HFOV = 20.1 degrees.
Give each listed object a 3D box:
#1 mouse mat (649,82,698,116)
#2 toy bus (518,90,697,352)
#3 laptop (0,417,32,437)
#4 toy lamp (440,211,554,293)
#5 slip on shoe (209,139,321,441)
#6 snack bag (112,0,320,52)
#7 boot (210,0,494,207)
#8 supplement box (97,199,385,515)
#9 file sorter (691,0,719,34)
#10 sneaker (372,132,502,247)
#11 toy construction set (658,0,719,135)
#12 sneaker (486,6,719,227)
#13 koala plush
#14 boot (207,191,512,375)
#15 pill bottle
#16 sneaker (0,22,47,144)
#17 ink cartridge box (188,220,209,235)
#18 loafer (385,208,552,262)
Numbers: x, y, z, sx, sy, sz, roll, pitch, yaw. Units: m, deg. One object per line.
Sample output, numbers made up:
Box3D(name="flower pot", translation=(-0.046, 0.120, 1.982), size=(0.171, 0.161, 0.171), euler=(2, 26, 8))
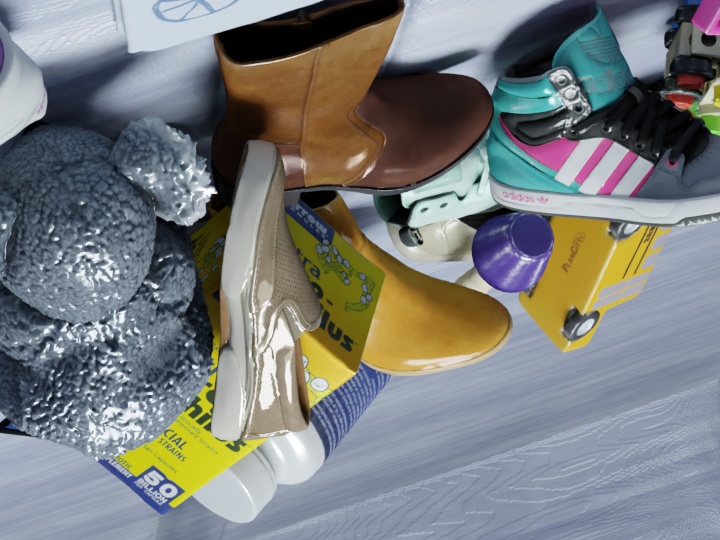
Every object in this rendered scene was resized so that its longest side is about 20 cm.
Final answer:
Box3D(name="mouse mat", translation=(0.301, -0.144, 1.532), size=(0.198, 0.008, 0.161), euler=(-17, 167, -1))
Box3D(name="toy bus", translation=(0.184, -0.033, 1.495), size=(0.078, 0.065, 0.201), euler=(-21, 145, -35))
Box3D(name="laptop", translation=(-0.157, 0.051, 1.545), size=(0.200, 0.103, 0.177), euler=(-54, 176, 30))
Box3D(name="toy lamp", translation=(0.087, 0.004, 1.462), size=(0.058, 0.059, 0.200), euler=(-13, 168, -22))
Box3D(name="slip on shoe", translation=(-0.051, 0.015, 1.177), size=(0.060, 0.202, 0.076), euler=(6, -150, -2))
Box3D(name="snack bag", translation=(-0.024, -0.164, 0.954), size=(0.198, 0.022, 0.189), euler=(-17, 168, -6))
Box3D(name="boot", translation=(0.002, -0.113, 1.170), size=(0.186, 0.069, 0.200), euler=(-8, 158, -10))
Box3D(name="supplement box", translation=(-0.095, 0.050, 1.323), size=(0.200, 0.109, 0.110), euler=(-38, -159, 33))
Box3D(name="file sorter", translation=(0.312, -0.157, 1.109), size=(0.199, 0.126, 0.140), euler=(-6, 134, -44))
Box3D(name="sneaker", translation=(0.089, -0.074, 1.359), size=(0.118, 0.074, 0.200), euler=(-17, 171, -36))
Box3D(name="toy construction set", translation=(0.261, -0.139, 1.299), size=(0.130, 0.093, 0.200), euler=(6, 159, 3))
Box3D(name="sneaker", translation=(0.164, -0.099, 1.245), size=(0.198, 0.122, 0.084), euler=(3, -149, 27))
Box3D(name="koala plush", translation=(-0.155, -0.010, 1.126), size=(0.176, 0.185, 0.200), euler=(-16, 155, -13))
Box3D(name="boot", translation=(0.000, -0.001, 1.373), size=(0.199, 0.071, 0.145), euler=(3, 140, 12))
Box3D(name="pill bottle", translation=(-0.053, 0.086, 1.500), size=(0.200, 0.111, 0.111), euler=(-50, -176, -29))
Box3D(name="sneaker", translation=(-0.241, -0.056, 0.978), size=(0.198, 0.075, 0.100), euler=(-21, 166, 9))
Box3D(name="ink cartridge box", translation=(-0.158, 0.001, 1.419), size=(0.199, 0.040, 0.099), euler=(-8, 163, -42))
Box3D(name="loafer", translation=(0.114, -0.043, 1.534), size=(0.199, 0.076, 0.068), euler=(-9, 170, -35))
